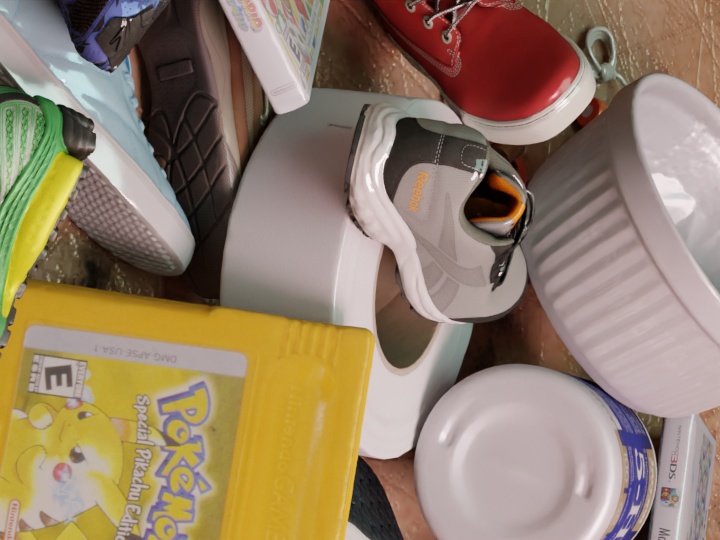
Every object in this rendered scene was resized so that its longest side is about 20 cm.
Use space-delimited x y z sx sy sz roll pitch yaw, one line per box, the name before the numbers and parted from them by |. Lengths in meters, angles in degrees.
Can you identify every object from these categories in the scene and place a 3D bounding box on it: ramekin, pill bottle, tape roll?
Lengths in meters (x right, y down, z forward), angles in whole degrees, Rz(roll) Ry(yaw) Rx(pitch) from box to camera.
ramekin | 0.184 -0.008 1.161 0.200 0.105 0.201 37 35 -32
pill bottle | 0.114 0.121 1.157 0.200 0.119 0.120 18 75 -71
tape roll | 0.000 0.000 1.076 0.202 0.070 0.204 -31 125 -58

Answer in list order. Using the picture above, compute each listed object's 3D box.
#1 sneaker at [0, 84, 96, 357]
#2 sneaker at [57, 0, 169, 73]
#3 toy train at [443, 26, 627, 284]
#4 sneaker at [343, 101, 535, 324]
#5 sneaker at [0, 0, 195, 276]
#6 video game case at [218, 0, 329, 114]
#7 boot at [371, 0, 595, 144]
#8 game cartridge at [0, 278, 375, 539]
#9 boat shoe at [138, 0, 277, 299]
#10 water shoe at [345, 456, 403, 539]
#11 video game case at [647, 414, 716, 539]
sneaker | -0.206 0.002 0.922 0.085 0.078 0.201 25 89 -22
sneaker | -0.142 -0.168 0.943 0.078 0.200 0.075 24 117 -35
toy train | 0.138 -0.077 1.264 0.200 0.055 0.151 -35 113 -37
sneaker | 0.057 -0.020 1.017 0.200 0.079 0.074 47 54 -61
sneaker | -0.137 -0.087 0.997 0.082 0.074 0.200 -52 123 -27
video game case | -0.066 -0.198 1.020 0.200 0.023 0.183 -82 148 -64
boot | 0.042 -0.155 1.083 0.072 0.200 0.144 -44 128 -3
game cartridge | -0.103 0.101 0.960 0.032 0.199 0.177 55 43 -77
boat shoe | -0.073 -0.086 1.057 0.072 0.075 0.201 -8 97 -45
water shoe | -0.043 0.142 1.090 0.200 0.079 0.072 25 40 -63
video game case | 0.209 0.191 1.281 0.200 0.024 0.183 37 61 -72
